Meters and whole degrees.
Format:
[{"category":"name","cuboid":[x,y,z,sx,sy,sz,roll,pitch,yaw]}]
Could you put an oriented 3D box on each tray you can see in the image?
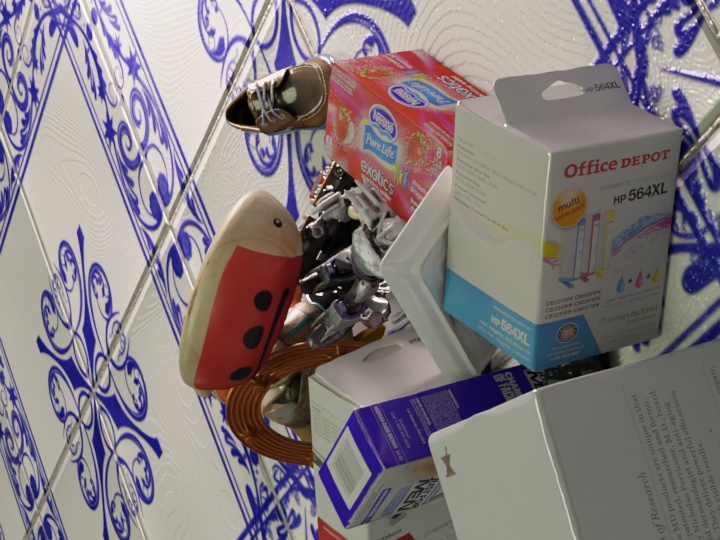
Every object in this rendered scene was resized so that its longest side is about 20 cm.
[{"category":"tray","cuboid":[0.083,0.015,1.321,0.022,0.108,0.200,22,157,36]}]

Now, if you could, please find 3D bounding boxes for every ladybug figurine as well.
[{"category":"ladybug figurine","cuboid":[-0.107,0.027,1.478,0.071,0.136,0.202,23,105,14]}]

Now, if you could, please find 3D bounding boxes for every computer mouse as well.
[{"category":"computer mouse","cuboid":[0.188,0.132,1.341,0.058,0.034,0.202,5,111,31]}]

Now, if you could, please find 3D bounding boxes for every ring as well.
[{"category":"ring","cuboid":[-0.034,0.137,1.574,0.201,0.198,0.019,112,158,-46]}]

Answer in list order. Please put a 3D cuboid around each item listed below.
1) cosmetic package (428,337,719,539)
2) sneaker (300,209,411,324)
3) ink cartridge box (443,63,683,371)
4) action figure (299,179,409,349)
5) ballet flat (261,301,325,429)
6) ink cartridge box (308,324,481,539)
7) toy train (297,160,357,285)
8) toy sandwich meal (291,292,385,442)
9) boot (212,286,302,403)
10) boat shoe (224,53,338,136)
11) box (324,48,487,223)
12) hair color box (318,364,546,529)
[{"category":"cosmetic package","cuboid":[0.188,0.160,1.167,0.167,0.198,0.168,-34,71,61]},{"category":"sneaker","cuboid":[0.020,-0.008,1.542,0.199,0.075,0.115,0,84,45]},{"category":"ink cartridge box","cuboid":[0.152,-0.049,1.227,0.125,0.127,0.202,37,132,51]},{"category":"action figure","cuboid":[0.000,0.000,1.416,0.131,0.069,0.200,67,156,13]},{"category":"ballet flat","cuboid":[-0.079,0.106,1.596,0.068,0.067,0.201,38,143,20]},{"category":"ink cartridge box","cuboid":[0.036,0.171,1.485,0.083,0.146,0.202,29,132,45]},{"category":"toy train","cuboid":[-0.027,-0.079,1.543,0.046,0.034,0.201,19,82,52]},{"category":"toy sandwich meal","cuboid":[-0.030,0.103,1.694,0.205,0.070,0.208,180,90,-65]},{"category":"boot","cuboid":[-0.108,0.087,1.700,0.108,0.074,0.201,59,140,40]},{"category":"boat shoe","cuboid":[-0.080,-0.172,1.668,0.200,0.072,0.073,-20,83,62]},{"category":"box","cuboid":[0.059,-0.112,1.408,0.200,0.099,0.096,44,137,48]},{"category":"hair color box","cuboid":[0.074,0.147,1.370,0.065,0.198,0.110,61,147,25]}]
